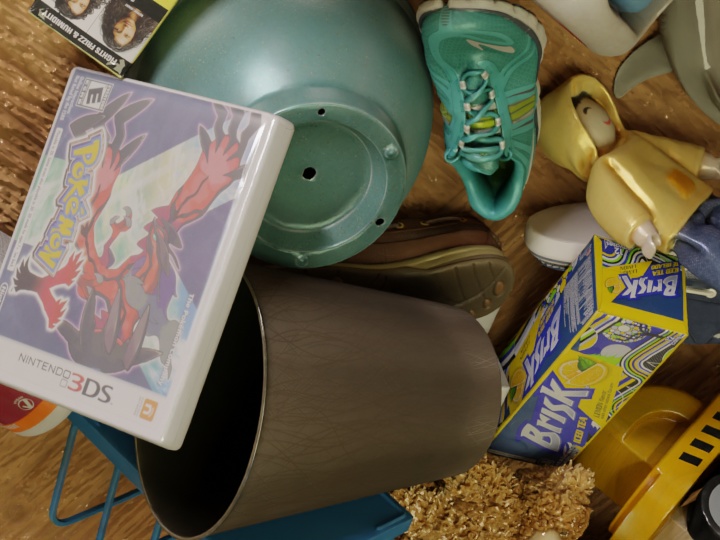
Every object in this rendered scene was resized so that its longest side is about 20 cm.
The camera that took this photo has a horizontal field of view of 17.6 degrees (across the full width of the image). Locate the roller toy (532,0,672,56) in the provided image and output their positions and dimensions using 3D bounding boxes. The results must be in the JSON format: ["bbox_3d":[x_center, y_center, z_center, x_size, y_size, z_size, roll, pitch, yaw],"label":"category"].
[{"bbox_3d":[0.114,-0.221,1.357,0.200,0.183,0.140,38,97,-21],"label":"roller toy"}]

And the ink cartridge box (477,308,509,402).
[{"bbox_3d":[0.026,0.101,1.635,0.115,0.067,0.201,11,120,-20],"label":"ink cartridge box"}]

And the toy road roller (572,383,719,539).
[{"bbox_3d":[0.246,0.129,1.668,0.146,0.200,0.123,39,148,10],"label":"toy road roller"}]

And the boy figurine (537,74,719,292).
[{"bbox_3d":[0.200,-0.055,1.531,0.124,0.200,0.065,-35,160,-44],"label":"boy figurine"}]

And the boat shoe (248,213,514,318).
[{"bbox_3d":[0.000,0.000,1.558,0.199,0.068,0.072,-5,136,-15],"label":"boat shoe"}]

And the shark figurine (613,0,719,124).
[{"bbox_3d":[0.259,-0.113,1.536,0.214,0.090,0.128,33,112,-28],"label":"shark figurine"}]

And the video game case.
[{"bbox_3d":[-0.141,-0.012,1.385,0.023,0.182,0.201,25,83,-49],"label":"video game case"}]

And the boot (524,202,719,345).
[{"bbox_3d":[0.203,0.008,1.610,0.199,0.073,0.091,2,117,-15],"label":"boot"}]

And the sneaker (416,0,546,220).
[{"bbox_3d":[0.080,-0.104,1.458,0.077,0.080,0.200,0,151,14],"label":"sneaker"}]

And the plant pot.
[{"bbox_3d":[-0.041,-0.086,1.452,0.199,0.134,0.201,-6,124,-9],"label":"plant pot"}]

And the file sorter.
[{"bbox_3d":[-0.093,0.168,1.550,0.138,0.200,0.123,-21,141,-41],"label":"file sorter"}]

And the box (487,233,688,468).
[{"bbox_3d":[0.149,0.060,1.589,0.070,0.065,0.200,14,145,-15],"label":"box"}]

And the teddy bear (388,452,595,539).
[{"bbox_3d":[0.068,0.177,1.614,0.199,0.067,0.145,15,121,-26],"label":"teddy bear"}]

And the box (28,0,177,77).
[{"bbox_3d":[-0.112,-0.216,1.388,0.075,0.050,0.200,36,111,-11],"label":"box"}]

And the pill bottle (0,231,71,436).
[{"bbox_3d":[-0.266,0.016,1.482,0.200,0.110,0.110,32,111,-29],"label":"pill bottle"}]

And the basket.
[{"bbox_3d":[-0.021,0.079,1.469,0.199,0.136,0.181,1,113,-38],"label":"basket"}]
